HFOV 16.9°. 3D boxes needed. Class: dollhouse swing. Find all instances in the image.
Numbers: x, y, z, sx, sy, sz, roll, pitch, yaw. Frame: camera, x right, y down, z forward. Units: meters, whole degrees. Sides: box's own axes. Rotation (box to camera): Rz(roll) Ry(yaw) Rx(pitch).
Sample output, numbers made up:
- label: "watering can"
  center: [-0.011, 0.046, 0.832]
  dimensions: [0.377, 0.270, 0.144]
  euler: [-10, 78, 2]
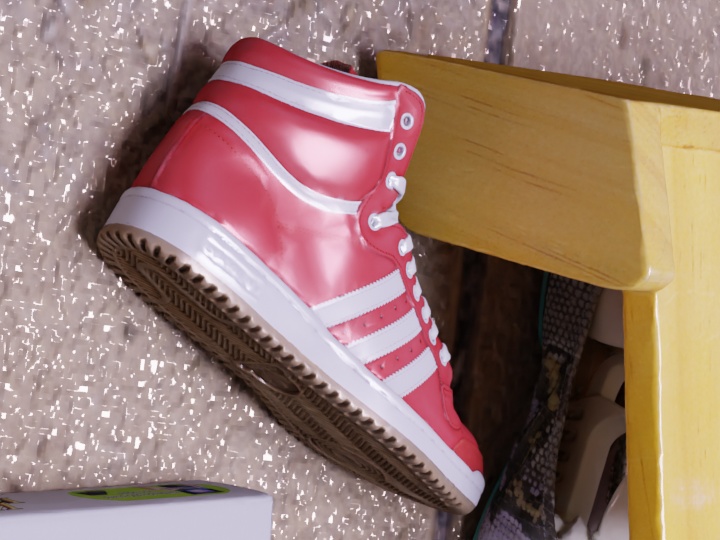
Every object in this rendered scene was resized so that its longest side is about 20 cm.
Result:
- label: "dollhouse swing"
  center: [0.117, 0.020, 0.941]
  dimensions: [0.200, 0.181, 0.177]
  euler: [2, 100, -45]

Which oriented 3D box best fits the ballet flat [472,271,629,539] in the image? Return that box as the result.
- label: "ballet flat"
  center: [0.103, 0.052, 1.004]
  dimensions: [0.072, 0.072, 0.201]
  euler: [32, 69, -45]

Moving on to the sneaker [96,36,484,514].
- label: "sneaker"
  center: [0.000, 0.000, 0.879]
  dimensions: [0.200, 0.071, 0.113]
  euler: [45, 63, -38]

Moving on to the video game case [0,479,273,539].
- label: "video game case"
  center: [-0.109, 0.173, 0.788]
  dimensions: [0.181, 0.045, 0.201]
  euler: [1, 92, -48]
